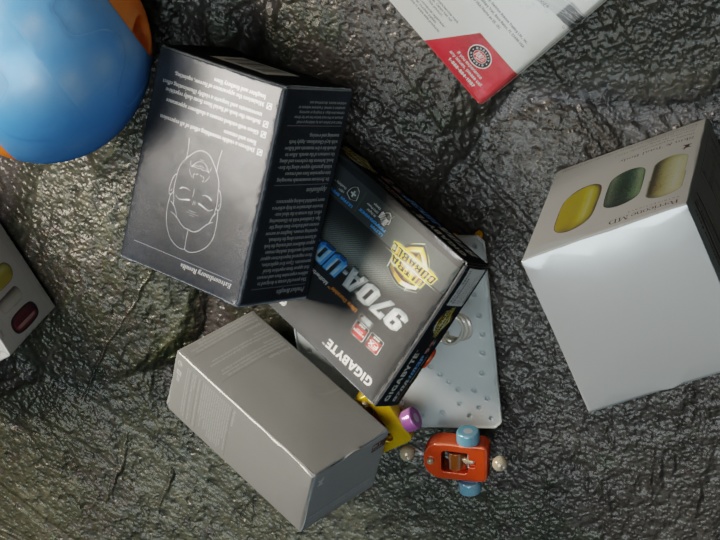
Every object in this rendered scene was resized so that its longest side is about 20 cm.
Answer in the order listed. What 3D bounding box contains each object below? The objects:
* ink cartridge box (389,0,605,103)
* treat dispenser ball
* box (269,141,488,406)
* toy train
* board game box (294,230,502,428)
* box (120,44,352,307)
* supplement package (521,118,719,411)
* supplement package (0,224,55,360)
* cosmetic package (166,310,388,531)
[{"bbox_3d":[0.135,-0.265,1.532,0.200,0.084,0.144,-38,99,28],"label":"ink cartridge box"},{"bbox_3d":[-0.285,-0.197,1.623,0.199,0.201,0.203,6,116,13],"label":"treat dispenser ball"},{"bbox_3d":[0.000,0.000,1.651,0.200,0.046,0.160,43,109,27],"label":"box"},{"bbox_3d":[0.064,0.116,1.722,0.149,0.056,0.202,0,117,15],"label":"toy train"},{"bbox_3d":[0.034,0.056,1.746,0.198,0.026,0.202,0,115,17],"label":"board game box"},{"bbox_3d":[-0.112,-0.087,1.626,0.148,0.107,0.202,22,105,31],"label":"box"},{"bbox_3d":[0.248,-0.008,1.552,0.151,0.200,0.152,-19,108,23],"label":"supplement package"},{"bbox_3d":[-0.435,0.007,1.814,0.155,0.111,0.201,-25,106,26],"label":"supplement package"},{"bbox_3d":[-0.080,0.141,1.726,0.200,0.106,0.091,43,138,26],"label":"cosmetic package"}]
